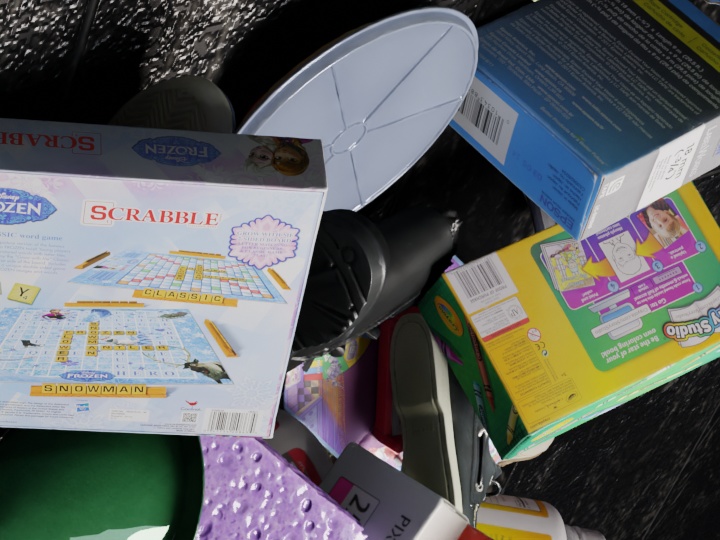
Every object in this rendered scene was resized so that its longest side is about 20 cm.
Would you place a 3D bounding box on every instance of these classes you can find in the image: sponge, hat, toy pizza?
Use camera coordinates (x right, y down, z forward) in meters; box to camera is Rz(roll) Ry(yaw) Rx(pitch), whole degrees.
[{"bbox_3d":[-0.104,0.140,1.436,0.112,0.200,0.030,-48,-162,1],"label":"sponge"},{"bbox_3d":[-0.209,0.129,1.285,0.176,0.165,0.201,17,102,-52],"label":"hat"},{"bbox_3d":[-0.015,-0.088,1.379,0.200,0.032,0.200,-32,158,-15],"label":"toy pizza"}]

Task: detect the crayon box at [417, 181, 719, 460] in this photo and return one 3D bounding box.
[{"bbox_3d":[0.153,0.027,1.511,0.199,0.119,0.058,-23,166,-23],"label":"crayon box"}]

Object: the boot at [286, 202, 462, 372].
[{"bbox_3d":[0.001,0.000,1.440,0.162,0.073,0.198,-27,169,-40],"label":"boot"}]

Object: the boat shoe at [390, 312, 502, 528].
[{"bbox_3d":[0.063,0.127,1.544,0.066,0.200,0.074,-4,176,-34],"label":"boat shoe"}]

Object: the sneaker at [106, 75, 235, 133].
[{"bbox_3d":[-0.106,-0.034,1.294,0.084,0.075,0.200,-15,150,-44],"label":"sneaker"}]

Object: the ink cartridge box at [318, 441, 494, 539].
[{"bbox_3d":[0.003,0.230,1.459,0.200,0.173,0.044,-55,137,-7],"label":"ink cartridge box"}]

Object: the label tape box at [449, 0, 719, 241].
[{"bbox_3d":[0.167,-0.118,1.486,0.200,0.144,0.063,-27,148,-32],"label":"label tape box"}]

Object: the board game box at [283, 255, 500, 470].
[{"bbox_3d":[0.047,0.079,1.590,0.158,0.039,0.200,-49,122,-6],"label":"board game box"}]

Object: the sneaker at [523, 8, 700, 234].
[{"bbox_3d":[0.180,-0.093,1.640,0.070,0.108,0.201,24,78,-59],"label":"sneaker"}]

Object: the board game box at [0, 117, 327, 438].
[{"bbox_3d":[-0.131,0.008,1.232,0.199,0.041,0.200,4,136,-11],"label":"board game box"}]

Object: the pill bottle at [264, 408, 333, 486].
[{"bbox_3d":[-0.115,0.179,1.529,0.200,0.111,0.111,-28,148,-32],"label":"pill bottle"}]

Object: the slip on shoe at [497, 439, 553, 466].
[{"bbox_3d":[0.079,0.131,1.778,0.061,0.076,0.200,-53,160,25],"label":"slip on shoe"}]

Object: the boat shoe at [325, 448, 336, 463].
[{"bbox_3d":[-0.041,0.206,1.724,0.073,0.065,0.200,-21,145,-42],"label":"boat shoe"}]

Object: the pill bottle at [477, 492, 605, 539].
[{"bbox_3d":[0.085,0.223,1.782,0.199,0.109,0.109,10,130,-13],"label":"pill bottle"}]
